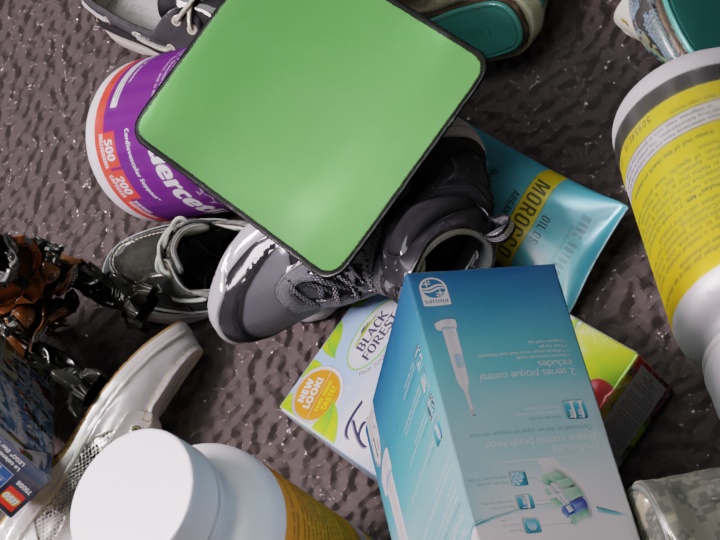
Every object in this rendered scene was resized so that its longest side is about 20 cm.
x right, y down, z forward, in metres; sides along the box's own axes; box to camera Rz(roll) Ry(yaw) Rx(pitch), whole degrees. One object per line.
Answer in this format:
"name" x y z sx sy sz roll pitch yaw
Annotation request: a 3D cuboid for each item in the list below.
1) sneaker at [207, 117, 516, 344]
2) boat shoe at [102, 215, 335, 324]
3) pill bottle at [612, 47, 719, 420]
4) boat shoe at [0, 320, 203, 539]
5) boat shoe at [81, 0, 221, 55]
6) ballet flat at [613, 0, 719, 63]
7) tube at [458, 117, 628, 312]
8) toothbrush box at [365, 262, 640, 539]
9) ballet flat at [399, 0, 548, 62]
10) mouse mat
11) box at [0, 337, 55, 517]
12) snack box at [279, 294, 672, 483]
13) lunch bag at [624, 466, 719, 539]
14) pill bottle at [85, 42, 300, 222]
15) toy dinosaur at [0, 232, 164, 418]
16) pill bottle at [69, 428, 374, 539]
"sneaker" 0.000 0.000 1.277 0.200 0.075 0.114 -36 43 10
"boat shoe" -0.101 -0.009 1.425 0.199 0.071 0.072 -1 64 36
"pill bottle" 0.214 -0.014 1.180 0.114 0.114 0.201 -27 51 19
"boat shoe" -0.154 0.125 1.394 0.069 0.071 0.200 33 73 11
"boat shoe" -0.127 -0.186 1.555 0.200 0.060 0.074 23 77 41
"ballet flat" 0.184 -0.183 1.344 0.074 0.074 0.201 -21 52 24
"tube" 0.079 -0.050 1.345 0.200 0.050 0.078 37 107 39
"toothbrush box" 0.070 0.119 1.098 0.085 0.147 0.201 -3 52 -13
"ballet flat" 0.035 -0.156 1.437 0.199 0.068 0.062 -6 31 29
"mouse mat" -0.034 -0.103 1.295 0.200 0.008 0.161 36 90 34
"box" -0.258 0.066 1.391 0.040 0.137 0.200 -42 16 6
"snack box" 0.064 0.075 1.273 0.200 0.053 0.142 32 83 43
"lunch bag" 0.221 0.186 1.042 0.167 0.140 0.200 -6 51 -16
"pill bottle" -0.083 -0.095 1.410 0.200 0.112 0.113 -7 59 49
"toy dinosaur" -0.207 0.015 1.412 0.135 0.200 0.102 29 100 7
"pill bottle" -0.071 0.164 1.215 0.111 0.200 0.111 -17 56 26
